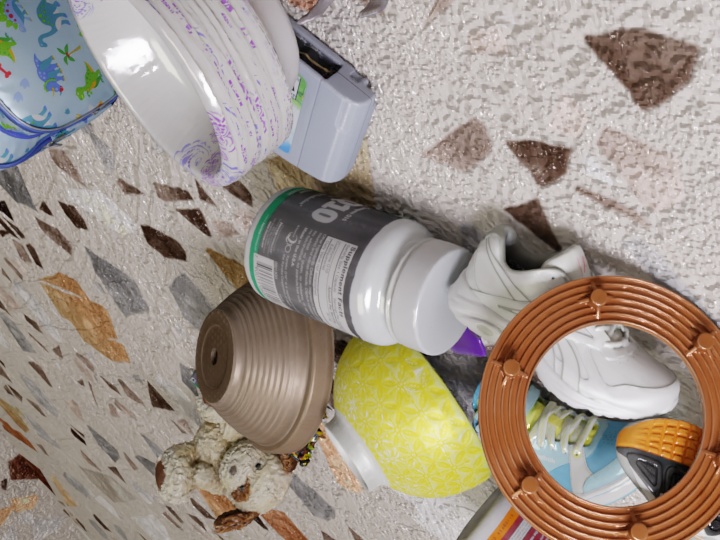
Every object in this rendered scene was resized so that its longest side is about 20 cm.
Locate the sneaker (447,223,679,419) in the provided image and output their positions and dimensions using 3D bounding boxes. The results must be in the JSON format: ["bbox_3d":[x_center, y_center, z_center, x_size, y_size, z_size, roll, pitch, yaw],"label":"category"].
[{"bbox_3d":[0.161,0.034,0.757,0.199,0.078,0.100,32,122,20],"label":"sneaker"}]

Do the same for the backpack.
[{"bbox_3d":[-0.360,-0.201,0.996,0.146,0.200,0.184,1,128,50],"label":"backpack"}]

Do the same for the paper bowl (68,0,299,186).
[{"bbox_3d":[-0.125,-0.173,0.748,0.200,0.104,0.201,42,160,19],"label":"paper bowl"}]

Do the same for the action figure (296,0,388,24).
[{"bbox_3d":[-0.049,-0.270,0.671,0.195,0.104,0.200,65,174,-22],"label":"action figure"}]

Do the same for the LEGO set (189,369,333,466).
[{"bbox_3d":[-0.107,0.136,1.226,0.199,0.116,0.154,37,179,21],"label":"LEGO set"}]

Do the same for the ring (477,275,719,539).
[{"bbox_3d":[0.184,0.103,0.706,0.200,0.201,0.019,40,172,8],"label":"ring"}]

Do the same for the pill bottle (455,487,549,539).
[{"bbox_3d":[0.200,0.327,1.039,0.200,0.113,0.113,40,150,9],"label":"pill bottle"}]

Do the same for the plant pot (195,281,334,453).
[{"bbox_3d":[-0.116,0.095,1.055,0.200,0.092,0.203,-10,78,56],"label":"plant pot"}]

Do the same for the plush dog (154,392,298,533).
[{"bbox_3d":[-0.172,0.278,1.416,0.171,0.201,0.160,36,-176,32],"label":"plush dog"}]

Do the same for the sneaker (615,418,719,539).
[{"bbox_3d":[0.256,0.178,0.779,0.199,0.076,0.092,35,158,-25],"label":"sneaker"}]

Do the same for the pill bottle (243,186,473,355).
[{"bbox_3d":[0.000,0.000,0.885,0.199,0.113,0.114,20,142,36],"label":"pill bottle"}]

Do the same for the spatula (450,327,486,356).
[{"bbox_3d":[0.134,0.046,0.862,0.199,0.021,0.057,-12,110,49],"label":"spatula"}]

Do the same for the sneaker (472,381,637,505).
[{"bbox_3d":[0.171,0.143,0.885,0.131,0.080,0.200,48,149,-8],"label":"sneaker"}]

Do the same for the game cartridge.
[{"bbox_3d":[-0.080,-0.168,0.857,0.200,0.040,0.134,40,153,10],"label":"game cartridge"}]

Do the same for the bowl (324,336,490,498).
[{"bbox_3d":[0.028,0.156,0.986,0.201,0.107,0.200,53,168,16],"label":"bowl"}]
